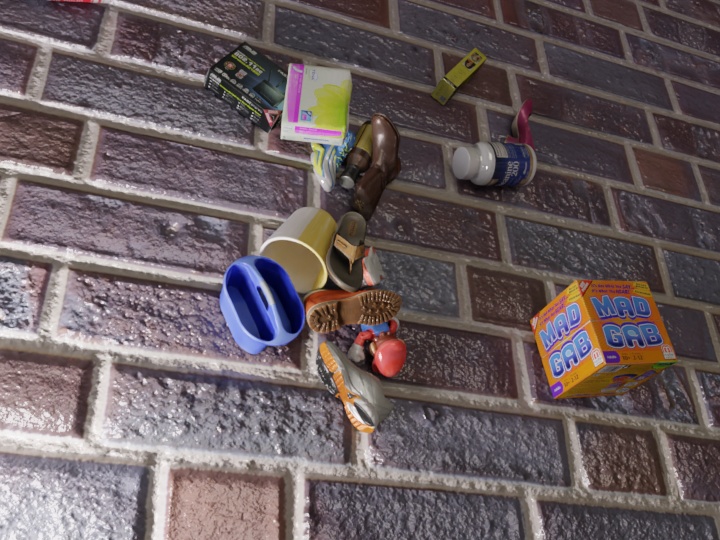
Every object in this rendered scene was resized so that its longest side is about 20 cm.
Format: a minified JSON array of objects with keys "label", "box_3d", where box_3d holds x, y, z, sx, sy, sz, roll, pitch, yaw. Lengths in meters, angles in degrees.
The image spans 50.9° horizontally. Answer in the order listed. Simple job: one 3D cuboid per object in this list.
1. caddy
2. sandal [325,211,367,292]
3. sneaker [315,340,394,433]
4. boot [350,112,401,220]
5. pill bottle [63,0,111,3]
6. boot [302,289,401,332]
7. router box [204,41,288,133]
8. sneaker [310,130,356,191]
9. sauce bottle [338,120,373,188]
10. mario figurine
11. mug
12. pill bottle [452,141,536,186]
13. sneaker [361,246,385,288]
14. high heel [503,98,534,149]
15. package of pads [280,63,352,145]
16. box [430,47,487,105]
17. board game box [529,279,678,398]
[{"label":"caddy","box_3d":[-0.195,0.066,1.499,0.141,0.105,0.200,-16,67,-32]},{"label":"sandal","box_3d":[-0.017,-0.047,1.496,0.082,0.055,0.200,22,50,-11]},{"label":"sneaker","box_3d":[-0.011,0.222,1.515,0.092,0.076,0.200,-27,81,-42]},{"label":"boot","box_3d":[0.027,-0.240,1.759,0.064,0.187,0.200,7,45,32]},{"label":"pill bottle","box_3d":[-0.680,-0.680,1.744,0.199,0.112,0.113,-7,64,-27]},{"label":"boot","box_3d":[-0.020,0.064,1.540,0.199,0.075,0.107,-6,22,-15]},{"label":"router box","box_3d":[-0.250,-0.441,1.817,0.200,0.062,0.150,37,52,1]},{"label":"sneaker","box_3d":[-0.061,-0.281,1.769,0.105,0.076,0.201,-18,60,13]},{"label":"sauce bottle","box_3d":[-0.001,-0.279,1.826,0.065,0.065,0.200,29,54,-5]},{"label":"mario figurine","box_3d":[0.026,0.140,1.588,0.123,0.106,0.200,-26,57,4]},{"label":"mug","box_3d":[-0.100,-0.047,1.597,0.186,0.150,0.153,29,44,-3]},{"label":"pill bottle","box_3d":[0.342,-0.274,1.944,0.199,0.111,0.111,-2,61,-25]},{"label":"sneaker","box_3d":[0.000,0.000,1.612,0.082,0.200,0.077,-23,91,9]},{"label":"high heel","box_3d":[0.464,-0.388,2.090,0.096,0.067,0.200,25,58,5]},{"label":"package of pads","box_3d":[-0.099,-0.387,1.753,0.154,0.068,0.201,5,59,-5]},{"label":"box","box_3d":[0.275,-0.540,2.105,0.050,0.075,0.200,40,52,1]},{"label":"board game box","box_3d":[0.541,0.157,1.709,0.199,0.200,0.200,1,59,-23]}]
